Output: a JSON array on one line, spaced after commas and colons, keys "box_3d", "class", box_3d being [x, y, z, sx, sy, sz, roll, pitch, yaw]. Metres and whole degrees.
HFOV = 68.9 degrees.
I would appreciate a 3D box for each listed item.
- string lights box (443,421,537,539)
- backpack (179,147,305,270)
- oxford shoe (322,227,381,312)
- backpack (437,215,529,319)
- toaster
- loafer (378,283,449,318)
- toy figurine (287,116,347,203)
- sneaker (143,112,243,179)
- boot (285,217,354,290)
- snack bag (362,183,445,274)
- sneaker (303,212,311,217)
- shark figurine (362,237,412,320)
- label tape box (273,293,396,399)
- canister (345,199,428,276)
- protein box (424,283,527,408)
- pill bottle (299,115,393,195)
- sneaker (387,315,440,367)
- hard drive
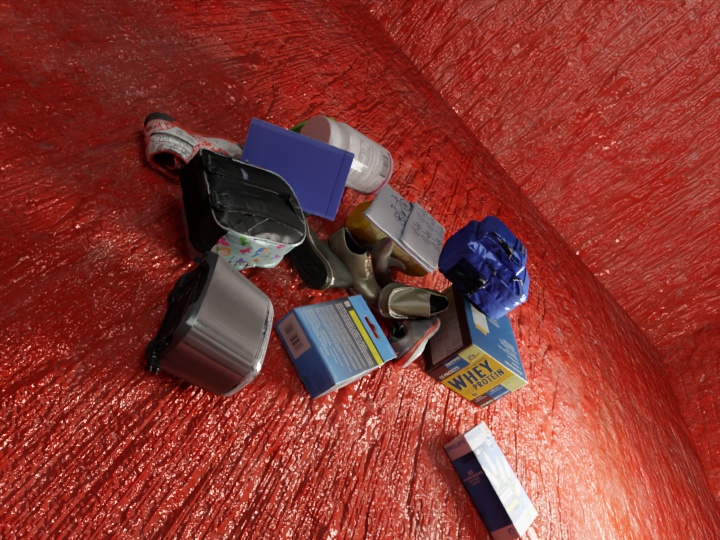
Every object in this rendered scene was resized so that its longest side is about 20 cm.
[{"box_3d": [0.256, 0.414, 1.035, 0.102, 0.059, 0.201, -5, 61, -54], "class": "string lights box"}, {"box_3d": [-0.195, -0.091, 0.874, 0.198, 0.150, 0.179, 5, 55, -42], "class": "backpack"}, {"box_3d": [0.000, 0.000, 1.119, 0.200, 0.075, 0.070, 50, 28, -4], "class": "oxford shoe"}, {"box_3d": [0.292, -0.002, 1.169, 0.200, 0.167, 0.163, 47, 37, -8], "class": "backpack"}, {"box_3d": [-0.200, 0.081, 0.719, 0.129, 0.113, 0.201, 38, 31, -26], "class": "toaster"}, {"box_3d": [0.119, 0.065, 1.135, 0.198, 0.069, 0.076, -3, 94, -42], "class": "loafer"}, {"box_3d": [-0.108, -0.224, 1.189, 0.198, 0.150, 0.186, -17, 79, -36], "class": "toy figurine"}, {"box_3d": [-0.292, -0.201, 0.949, 0.200, 0.067, 0.109, 17, 45, -40], "class": "sneaker"}, {"box_3d": [-0.095, -0.043, 1.060, 0.138, 0.077, 0.202, 12, 49, -64], "class": "boot"}, {"box_3d": [0.105, -0.106, 1.168, 0.199, 0.021, 0.189, 40, 36, -10], "class": "snack bag"}, {"box_3d": [-0.161, -0.200, 1.102, 0.078, 0.079, 0.202, -30, 93, -39], "class": "sneaker"}, {"box_3d": [0.052, 0.021, 1.195, 0.090, 0.127, 0.216, -49, 127, -30], "class": "shark figurine"}, {"box_3d": [-0.040, 0.129, 0.936, 0.199, 0.063, 0.145, -7, 62, -56], "class": "label tape box"}, {"box_3d": [0.073, -0.076, 1.243, 0.199, 0.087, 0.148, 36, -10, -20], "class": "canister"}, {"box_3d": [0.259, 0.171, 1.228, 0.198, 0.135, 0.201, 34, 33, -26], "class": "protein box"}, {"box_3d": [-0.031, -0.238, 1.093, 0.199, 0.113, 0.114, 17, 43, -49], "class": "pill bottle"}, {"box_3d": [0.112, 0.128, 1.140, 0.082, 0.077, 0.200, 45, 29, 3], "class": "sneaker"}, {"box_3d": [-0.124, -0.187, 0.981, 0.198, 0.133, 0.025, 17, 14, -12], "class": "hard drive"}]
